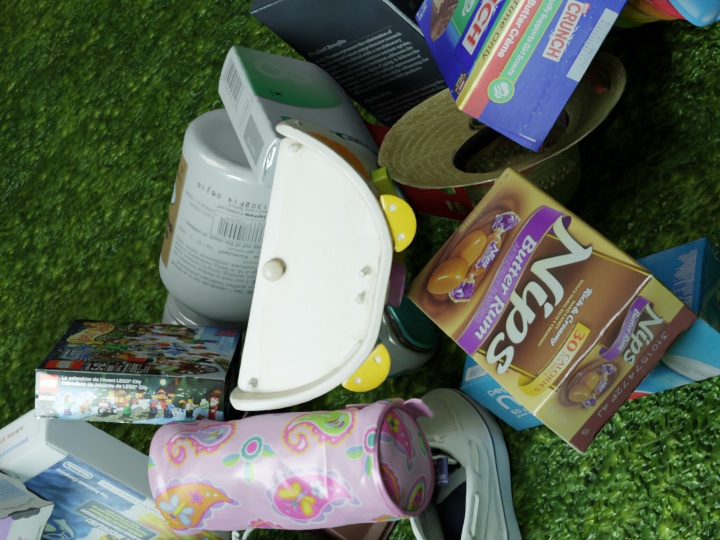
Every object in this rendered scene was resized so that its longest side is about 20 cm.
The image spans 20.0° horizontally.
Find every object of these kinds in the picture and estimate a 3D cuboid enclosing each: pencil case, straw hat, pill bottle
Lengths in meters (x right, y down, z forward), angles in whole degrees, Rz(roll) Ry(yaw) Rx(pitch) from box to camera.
[{"bbox_3d":[-0.045,0.133,1.387,0.200,0.087,0.088,-9,50,30],"label":"pencil case"},{"bbox_3d":[0.120,-0.082,1.543,0.201,0.085,0.201,-17,29,10],"label":"straw hat"},{"bbox_3d":[-0.103,-0.021,1.667,0.114,0.114,0.200,-110,29,-53],"label":"pill bottle"}]

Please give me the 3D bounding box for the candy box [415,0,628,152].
[{"bbox_3d":[0.123,-0.207,1.496,0.169,0.077,0.200,-59,21,19],"label":"candy box"}]

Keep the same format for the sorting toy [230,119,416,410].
[{"bbox_3d":[-0.011,-0.008,1.458,0.180,0.107,0.200,-53,-25,-76],"label":"sorting toy"}]

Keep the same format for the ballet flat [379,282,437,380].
[{"bbox_3d":[0.000,0.000,1.601,0.069,0.069,0.200,-36,56,23],"label":"ballet flat"}]

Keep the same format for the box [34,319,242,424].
[{"bbox_3d":[-0.163,0.075,1.548,0.200,0.136,0.038,-91,4,-81],"label":"box"}]

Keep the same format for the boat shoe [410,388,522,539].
[{"bbox_3d":[0.063,0.143,1.415,0.074,0.065,0.200,-42,34,15],"label":"boat shoe"}]

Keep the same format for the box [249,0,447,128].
[{"bbox_3d":[0.038,-0.249,1.705,0.124,0.197,0.200,-16,46,42],"label":"box"}]

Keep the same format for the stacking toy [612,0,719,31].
[{"bbox_3d":[0.202,-0.226,1.586,0.200,0.110,0.116,-22,27,54],"label":"stacking toy"}]

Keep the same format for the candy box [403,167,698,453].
[{"bbox_3d":[0.121,0.021,1.346,0.117,0.056,0.200,-50,34,2],"label":"candy box"}]

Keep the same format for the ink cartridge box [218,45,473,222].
[{"bbox_3d":[-0.001,-0.105,1.609,0.161,0.200,0.050,-117,40,-55],"label":"ink cartridge box"}]

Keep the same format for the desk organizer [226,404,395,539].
[{"bbox_3d":[-0.054,0.148,1.541,0.200,0.077,0.072,13,69,55],"label":"desk organizer"}]

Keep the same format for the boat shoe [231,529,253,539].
[{"bbox_3d":[-0.070,0.215,1.433,0.202,0.086,0.075,13,50,35],"label":"boat shoe"}]

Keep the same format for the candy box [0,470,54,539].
[{"bbox_3d":[-0.342,0.207,1.522,0.200,0.072,0.168,26,107,26],"label":"candy box"}]

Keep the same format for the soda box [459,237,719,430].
[{"bbox_3d":[0.167,0.046,1.379,0.200,0.068,0.064,-20,45,39],"label":"soda box"}]

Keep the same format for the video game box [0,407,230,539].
[{"bbox_3d":[-0.234,0.195,1.604,0.182,0.200,0.047,-29,44,31],"label":"video game box"}]
